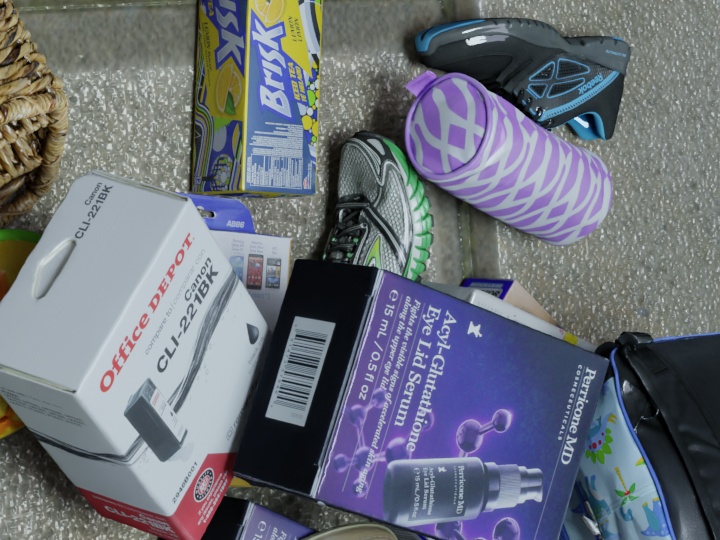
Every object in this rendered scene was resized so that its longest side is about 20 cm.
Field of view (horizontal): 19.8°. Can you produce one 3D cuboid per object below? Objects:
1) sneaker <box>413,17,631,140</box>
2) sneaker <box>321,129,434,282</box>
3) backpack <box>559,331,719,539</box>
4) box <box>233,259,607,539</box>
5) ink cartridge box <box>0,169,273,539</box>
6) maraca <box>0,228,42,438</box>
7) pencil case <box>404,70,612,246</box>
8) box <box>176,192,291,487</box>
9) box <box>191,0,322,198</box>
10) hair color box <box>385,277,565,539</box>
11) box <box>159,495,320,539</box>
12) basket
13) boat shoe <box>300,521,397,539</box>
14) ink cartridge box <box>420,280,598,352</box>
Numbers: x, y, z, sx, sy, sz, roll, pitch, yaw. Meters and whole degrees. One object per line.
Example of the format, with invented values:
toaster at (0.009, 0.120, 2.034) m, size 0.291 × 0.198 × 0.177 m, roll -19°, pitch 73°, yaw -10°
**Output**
sneaker at (0.127, -0.146, 1.571) m, size 0.199 × 0.073 × 0.083 m, roll 5°, pitch 89°, yaw -34°
sneaker at (0.000, 0.000, 1.482) m, size 0.085 × 0.078 × 0.202 m, roll 1°, pitch 91°, yaw -34°
backpack at (0.226, 0.157, 1.419) m, size 0.182 × 0.147 × 0.201 m, roll -2°, pitch 63°, yaw -36°
box at (0.041, 0.093, 1.327) m, size 0.199 × 0.104 × 0.149 m, roll 20°, pitch 83°, yaw -32°
ink cartridge box at (-0.136, 0.057, 1.283) m, size 0.145 × 0.083 × 0.200 m, roll -62°, pitch 148°, yaw -24°
maraca at (-0.255, 0.058, 1.290) m, size 0.200 × 0.107 × 0.138 m, roll -40°, pitch 125°, yaw -19°
pencil case at (0.111, -0.081, 1.522) m, size 0.200 × 0.084 × 0.086 m, roll 25°, pitch 42°, yaw -54°
box at (-0.111, 0.048, 1.430) m, size 0.118 × 0.041 × 0.202 m, roll 5°, pitch 90°, yaw -35°
box at (-0.071, -0.152, 1.435) m, size 0.064 × 0.070 × 0.202 m, roll 4°, pitch 88°, yaw -36°
hair color box at (0.083, 0.116, 1.550) m, size 0.109 × 0.065 × 0.201 m, roll 43°, pitch 66°, yaw -28°
box at (-0.051, 0.256, 1.434) m, size 0.199 × 0.104 × 0.149 m, roll 27°, pitch 75°, yaw -31°
basket at (-0.270, -0.061, 1.255) m, size 0.200 × 0.142 × 0.150 m, roll -34°, pitch 108°, yaw -29°
boat shoe at (-0.042, 0.225, 1.337) m, size 0.199 × 0.065 × 0.073 m, roll -23°, pitch 103°, yaw -33°
ink cartridge box at (0.116, 0.097, 1.492) m, size 0.199 × 0.067 × 0.117 m, roll 26°, pitch 79°, yaw -35°
